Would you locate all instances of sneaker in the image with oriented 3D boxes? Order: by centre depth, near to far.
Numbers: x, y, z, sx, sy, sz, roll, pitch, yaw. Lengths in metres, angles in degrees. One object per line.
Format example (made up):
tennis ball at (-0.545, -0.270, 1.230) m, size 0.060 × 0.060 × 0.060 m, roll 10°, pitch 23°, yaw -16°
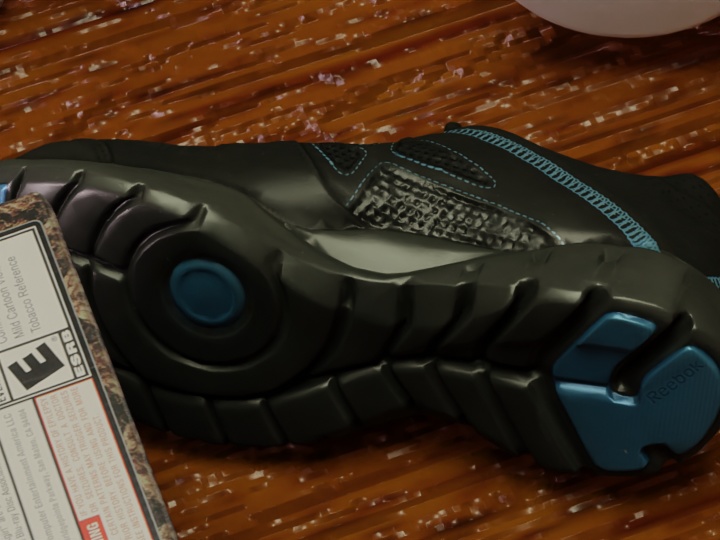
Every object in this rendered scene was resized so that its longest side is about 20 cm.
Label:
sneaker at (0.000, 0.000, 0.695) m, size 0.199 × 0.074 × 0.082 m, roll 11°, pitch 37°, yaw 9°

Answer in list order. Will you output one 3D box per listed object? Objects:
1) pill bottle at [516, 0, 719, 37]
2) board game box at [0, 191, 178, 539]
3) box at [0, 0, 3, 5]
pill bottle at (0.081, -0.167, 0.784) m, size 0.108 × 0.109 × 0.201 m, roll 1°, pitch 51°, yaw 8°
board game box at (-0.134, 0.098, 0.602) m, size 0.199 × 0.097 × 0.160 m, roll -19°, pitch 51°, yaw -8°
box at (-0.191, -0.203, 0.773) m, size 0.198 × 0.201 × 0.172 m, roll 4°, pitch 52°, yaw -3°
